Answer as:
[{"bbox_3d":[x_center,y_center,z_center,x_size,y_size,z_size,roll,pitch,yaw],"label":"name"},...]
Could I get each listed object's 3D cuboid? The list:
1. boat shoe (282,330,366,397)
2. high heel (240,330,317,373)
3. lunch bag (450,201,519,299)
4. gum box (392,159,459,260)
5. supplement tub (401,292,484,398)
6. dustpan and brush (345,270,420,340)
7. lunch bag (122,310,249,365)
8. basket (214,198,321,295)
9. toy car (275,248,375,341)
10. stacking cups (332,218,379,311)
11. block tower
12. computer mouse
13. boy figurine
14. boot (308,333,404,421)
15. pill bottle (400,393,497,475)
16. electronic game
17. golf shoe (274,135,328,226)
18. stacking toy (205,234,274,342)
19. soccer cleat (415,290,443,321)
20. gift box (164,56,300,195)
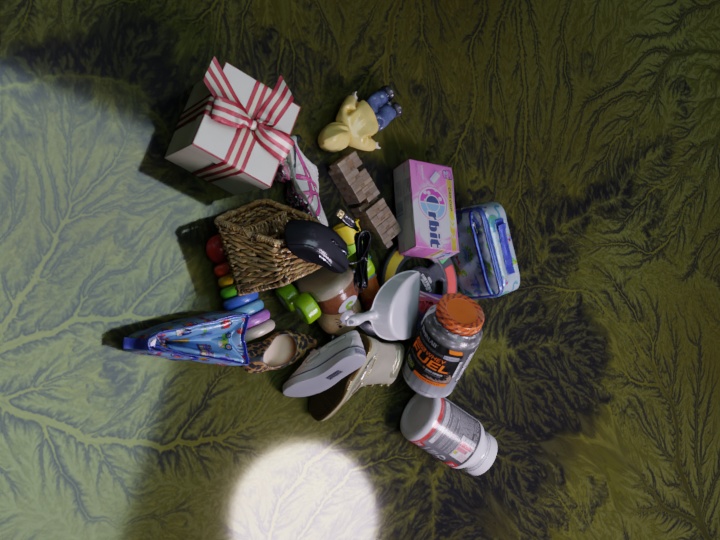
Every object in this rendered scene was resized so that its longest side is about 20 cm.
[{"bbox_3d":[-0.073,0.177,1.611,0.071,0.199,0.066,22,44,-39],"label":"boat shoe"},{"bbox_3d":[-0.143,0.153,1.575,0.198,0.142,0.073,-8,92,-31],"label":"high heel"},{"bbox_3d":[0.258,-0.043,1.818,0.082,0.160,0.203,-18,98,-30],"label":"lunch bag"},{"bbox_3d":[0.136,-0.131,1.782,0.112,0.066,0.203,6,72,-31],"label":"gum box"},{"bbox_3d":[0.166,0.149,1.694,0.121,0.202,0.123,12,39,-11],"label":"supplement tub"},{"bbox_3d":[0.044,0.081,1.641,0.199,0.057,0.142,-21,118,-57],"label":"dustpan and brush"},{"bbox_3d":[-0.311,0.118,1.469,0.198,0.150,0.096,1,87,-31],"label":"lunch bag"},{"bbox_3d":[-0.147,-0.059,1.540,0.200,0.141,0.151,-32,107,-63],"label":"basket"},{"bbox_3d":[-0.038,0.078,1.650,0.164,0.157,0.201,-37,119,-16],"label":"toy car"},{"bbox_3d":[0.000,0.000,1.720,0.060,0.060,0.203,-24,102,-29],"label":"stacking cups"},{"bbox_3d":[0.010,-0.142,1.733,0.058,0.054,0.202,-38,107,-26],"label":"block tower"},{"bbox_3d":[-0.045,-0.062,1.507,0.199,0.046,0.142,31,50,-34],"label":"computer mouse"},{"bbox_3d":[-0.002,-0.294,1.727,0.199,0.064,0.125,-39,108,-26],"label":"boy figurine"},{"bbox_3d":[-0.004,0.219,1.691,0.154,0.072,0.201,15,113,-55],"label":"boot"},{"bbox_3d":[0.189,0.344,1.785,0.199,0.115,0.117,36,71,-24],"label":"pill bottle"},{"bbox_3d":[0.125,0.031,1.803,0.198,0.041,0.203,2,87,-31],"label":"electronic game"},{"bbox_3d":[-0.107,-0.167,1.652,0.092,0.072,0.202,-35,105,-29],"label":"golf shoe"},{"bbox_3d":[-0.232,0.030,1.573,0.085,0.085,0.202,-23,93,-30],"label":"stacking toy"},{"bbox_3d":[0.140,0.077,1.749,0.198,0.073,0.069,8,92,-29],"label":"soccer cleat"},{"bbox_3d":[-0.228,-0.264,1.516,0.183,0.186,0.203,21,78,-29],"label":"gift box"}]
